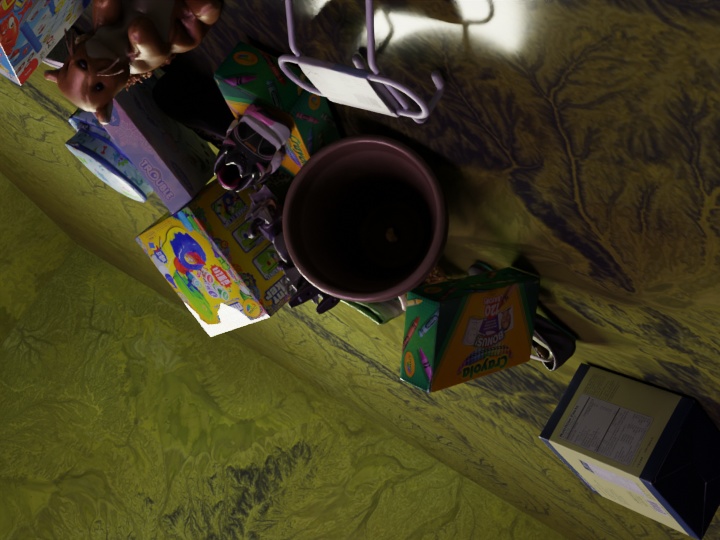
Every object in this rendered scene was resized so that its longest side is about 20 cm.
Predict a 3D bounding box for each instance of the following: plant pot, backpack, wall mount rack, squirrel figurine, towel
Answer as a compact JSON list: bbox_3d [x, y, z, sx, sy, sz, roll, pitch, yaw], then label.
[{"bbox_3d":[0.025,-0.056,1.255,0.200,0.201,0.175,30,-176,16],"label":"plant pot"},{"bbox_3d":[-0.377,-0.204,1.688,0.199,0.147,0.183,20,162,37],"label":"backpack"},{"bbox_3d":[-0.009,-0.220,0.973,0.199,0.075,0.174,22,165,41],"label":"wall mount rack"},{"bbox_3d":[-0.282,-0.261,1.199,0.141,0.187,0.200,36,166,-9],"label":"squirrel figurine"},{"bbox_3d":[0.015,0.018,1.562,0.149,0.031,0.200,29,-160,14],"label":"towel"}]

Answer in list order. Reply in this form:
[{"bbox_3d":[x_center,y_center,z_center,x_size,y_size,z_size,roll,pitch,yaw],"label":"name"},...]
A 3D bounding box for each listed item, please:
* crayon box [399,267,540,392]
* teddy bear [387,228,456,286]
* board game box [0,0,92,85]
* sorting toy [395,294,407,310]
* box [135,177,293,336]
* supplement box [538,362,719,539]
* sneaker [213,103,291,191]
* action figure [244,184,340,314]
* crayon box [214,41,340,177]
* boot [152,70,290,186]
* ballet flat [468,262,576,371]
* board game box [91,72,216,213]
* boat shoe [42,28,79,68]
[{"bbox_3d":[0.141,0.072,1.279,0.199,0.120,0.058,-11,-157,-42],"label":"crayon box"},{"bbox_3d":[0.066,-0.021,1.483,0.199,0.067,0.145,33,-178,-3],"label":"teddy bear"},{"bbox_3d":[-0.355,-0.330,1.114,0.056,0.200,0.196,35,166,0],"label":"board game box"},{"bbox_3d":[0.000,0.000,1.462,0.200,0.037,0.185,35,-175,11],"label":"sorting toy"},{"bbox_3d":[-0.195,-0.026,1.474,0.193,0.122,0.200,53,147,-11],"label":"box"},{"bbox_3d":[0.410,0.264,1.477,0.199,0.135,0.200,17,158,49],"label":"supplement box"},{"bbox_3d":[-0.146,-0.134,1.214,0.080,0.087,0.200,36,166,-1],"label":"sneaker"},{"bbox_3d":[-0.099,-0.033,1.314,0.200,0.069,0.130,54,-173,35],"label":"action figure"},{"bbox_3d":[-0.094,-0.186,1.255,0.118,0.058,0.200,29,165,21],"label":"crayon box"},{"bbox_3d":[-0.198,-0.200,1.453,0.203,0.074,0.154,29,168,27],"label":"boot"},{"bbox_3d":[0.220,0.072,1.411,0.200,0.069,0.068,37,166,-11],"label":"ballet flat"},{"bbox_3d":[-0.291,-0.196,1.432,0.200,0.043,0.199,53,-165,-12],"label":"board game box"},{"bbox_3d":[-0.443,-0.330,1.576,0.199,0.075,0.062,27,159,8],"label":"boat shoe"}]
